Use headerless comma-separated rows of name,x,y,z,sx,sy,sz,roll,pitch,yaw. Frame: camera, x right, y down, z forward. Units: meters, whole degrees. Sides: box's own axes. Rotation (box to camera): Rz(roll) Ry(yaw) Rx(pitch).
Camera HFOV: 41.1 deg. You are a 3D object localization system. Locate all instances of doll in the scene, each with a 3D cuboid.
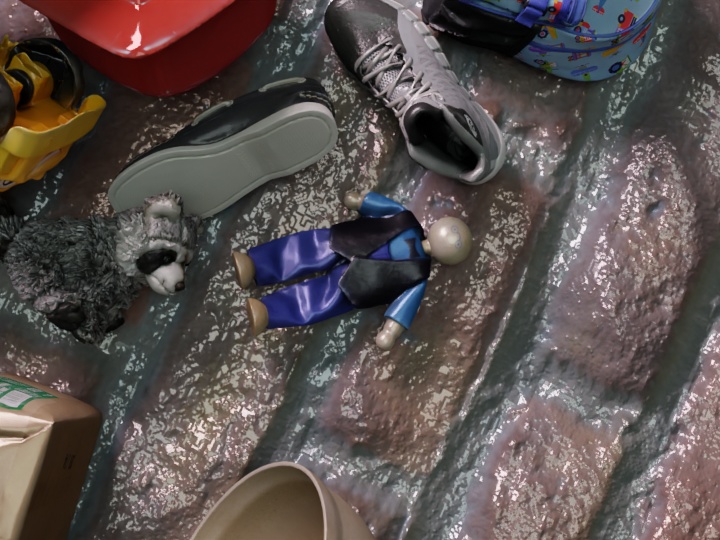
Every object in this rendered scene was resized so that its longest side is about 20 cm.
doll,0.000,0.000,0.790,0.197,0.049,0.139,-16,77,-12

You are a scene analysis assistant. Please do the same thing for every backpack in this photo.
backpack,0.168,-0.258,0.784,0.197,0.135,0.186,20,85,-5

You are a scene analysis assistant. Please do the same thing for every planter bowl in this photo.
planter bowl,-0.046,0.264,0.707,0.134,0.200,0.202,37,83,-27

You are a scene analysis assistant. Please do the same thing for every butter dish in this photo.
butter dish,-0.155,-0.206,0.754,0.198,0.149,0.199,30,59,26

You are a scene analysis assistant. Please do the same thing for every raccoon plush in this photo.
raccoon plush,-0.219,-0.040,0.748,0.199,0.097,0.134,41,89,0

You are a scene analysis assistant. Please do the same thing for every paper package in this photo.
paper package,-0.270,0.174,0.681,0.102,0.200,0.194,16,83,-3

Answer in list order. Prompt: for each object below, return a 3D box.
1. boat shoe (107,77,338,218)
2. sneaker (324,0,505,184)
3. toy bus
boat shoe,-0.114,-0.100,0.785,0.197,0.074,0.061,-24,45,10
sneaker,0.039,-0.147,0.765,0.200,0.115,0.075,45,109,0
toy bus,-0.314,-0.102,0.691,0.198,0.136,0.193,33,111,-1
